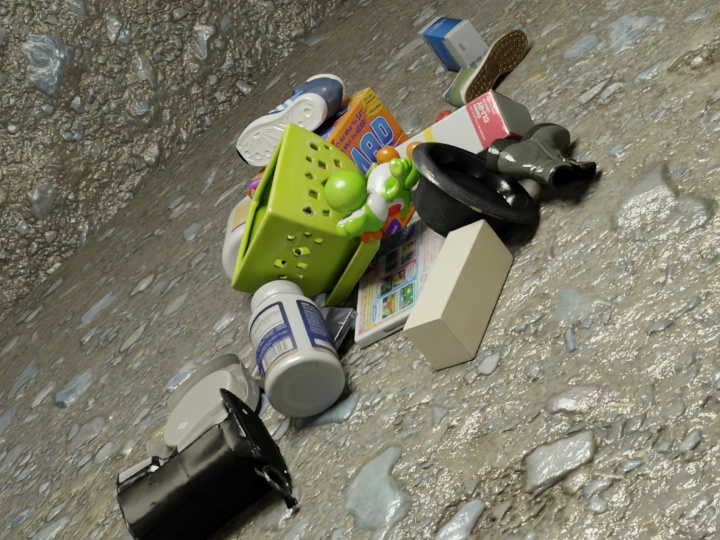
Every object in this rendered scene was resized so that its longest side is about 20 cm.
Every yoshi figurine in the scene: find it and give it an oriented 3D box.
[{"bbox_3d":[0.017,-0.127,1.571,0.200,0.112,0.112,-49,-17,-42],"label":"yoshi figurine"}]

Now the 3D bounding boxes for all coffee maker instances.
[{"bbox_3d":[-0.206,0.279,1.416,0.200,0.135,0.192,-40,22,3],"label":"coffee maker"}]

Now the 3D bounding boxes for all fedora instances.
[{"bbox_3d":[0.146,-0.098,1.548,0.092,0.200,0.201,-58,12,26],"label":"fedora"}]

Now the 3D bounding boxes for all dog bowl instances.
[{"bbox_3d":[-0.235,0.221,1.667,0.200,0.059,0.200,-38,23,19],"label":"dog bowl"}]

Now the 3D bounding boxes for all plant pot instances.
[{"bbox_3d":[-0.071,-0.071,1.669,0.199,0.181,0.200,121,162,-47],"label":"plant pot"}]

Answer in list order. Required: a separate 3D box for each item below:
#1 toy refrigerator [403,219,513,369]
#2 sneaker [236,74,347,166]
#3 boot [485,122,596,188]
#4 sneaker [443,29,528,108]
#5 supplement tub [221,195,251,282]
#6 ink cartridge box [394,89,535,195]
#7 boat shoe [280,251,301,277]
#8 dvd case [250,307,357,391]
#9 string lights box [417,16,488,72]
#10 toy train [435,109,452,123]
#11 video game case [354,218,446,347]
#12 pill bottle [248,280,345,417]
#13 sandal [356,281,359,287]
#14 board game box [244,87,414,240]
[{"bbox_3d":[0.129,0.030,1.434,0.070,0.076,0.200,-22,28,39],"label":"toy refrigerator"},{"bbox_3d":[-0.109,-0.261,1.867,0.200,0.081,0.146,-30,15,33],"label":"sneaker"},{"bbox_3d":[0.280,-0.154,1.560,0.131,0.068,0.200,22,28,34],"label":"boot"},{"bbox_3d":[0.231,-0.385,2.095,0.200,0.067,0.090,-52,29,-20],"label":"sneaker"},{"bbox_3d":[-0.177,-0.057,2.021,0.145,0.145,0.200,-35,22,14],"label":"supplement tub"},{"bbox_3d":[0.162,-0.184,1.698,0.200,0.084,0.145,-29,-17,26],"label":"ink cartridge box"},{"bbox_3d":[-0.120,0.030,1.822,0.075,0.062,0.200,-13,53,49],"label":"boat shoe"},{"bbox_3d":[-0.094,0.120,1.669,0.200,0.016,0.149,-2,55,59],"label":"dvd case"},{"bbox_3d":[0.196,-0.464,2.264,0.059,0.103,0.200,-41,21,-2],"label":"string lights box"},{"bbox_3d":[0.176,-0.200,1.817,0.116,0.085,0.200,-56,24,-11],"label":"toy train"},{"bbox_3d":[0.073,0.003,1.610,0.182,0.024,0.200,-29,34,27],"label":"video game case"},{"bbox_3d":[-0.097,0.103,1.551,0.111,0.111,0.200,-36,38,10],"label":"pill bottle"},{"bbox_3d":[0.000,0.001,1.761,0.075,0.048,0.200,-49,36,-19],"label":"sandal"},{"bbox_3d":[-0.032,-0.153,1.894,0.200,0.200,0.200,-20,29,42],"label":"board game box"}]
